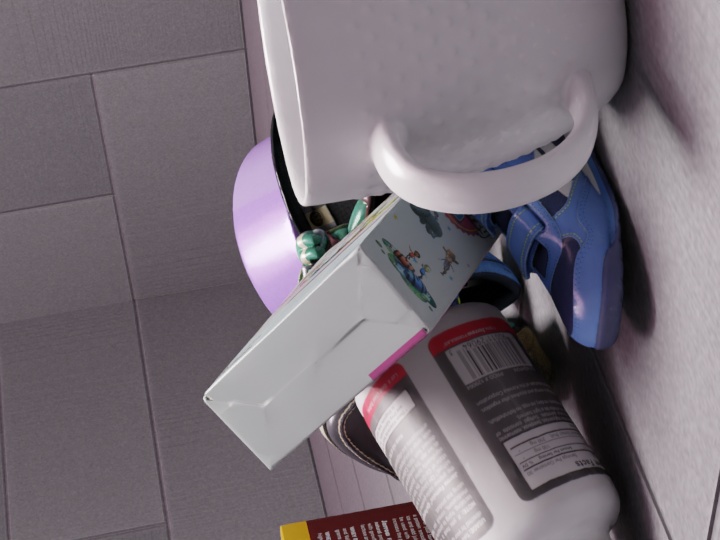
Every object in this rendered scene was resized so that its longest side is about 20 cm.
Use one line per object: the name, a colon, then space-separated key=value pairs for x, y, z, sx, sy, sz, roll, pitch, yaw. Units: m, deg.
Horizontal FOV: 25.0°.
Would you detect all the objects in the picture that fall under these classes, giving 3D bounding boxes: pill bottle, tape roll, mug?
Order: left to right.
tape roll: x=-0.014 y=-0.033 z=1.371 sx=0.065 sy=0.199 sz=0.202 roll=-23 pitch=72 yaw=39
mug: x=0.048 y=-0.103 z=0.822 sx=0.201 sy=0.173 sz=0.149 roll=-107 pitch=10 yaw=-45
pill bottle: x=0.088 y=0.128 z=0.984 sx=0.201 sy=0.110 sz=0.111 roll=58 pitch=164 yaw=26

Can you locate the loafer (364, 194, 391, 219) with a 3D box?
loafer: x=0.029 y=-0.074 z=1.078 sx=0.201 sy=0.062 sz=0.072 roll=85 pitch=170 yaw=-54

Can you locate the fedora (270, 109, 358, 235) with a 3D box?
fedora: x=0.021 y=-0.081 z=1.307 sx=0.091 sy=0.199 sz=0.203 roll=-24 pitch=71 yaw=39

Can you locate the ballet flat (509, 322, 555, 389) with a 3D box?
ballet flat: x=0.097 y=0.073 z=1.160 sx=0.200 sy=0.070 sz=0.072 roll=164 pitch=97 yaw=-85

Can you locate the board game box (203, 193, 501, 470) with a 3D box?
board game box: x=0.008 y=0.010 z=0.961 sx=0.064 sy=0.147 sz=0.200 roll=46 pitch=-148 yaw=-5

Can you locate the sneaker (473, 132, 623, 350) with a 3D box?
sneaker: x=0.095 y=-0.040 z=0.915 sx=0.074 sy=0.081 sz=0.202 roll=93 pitch=164 yaw=-57

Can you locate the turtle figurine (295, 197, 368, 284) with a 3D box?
turtle figurine: x=0.000 y=0.000 z=1.216 sx=0.149 sy=0.201 sz=0.101 roll=35 pitch=180 yaw=-37

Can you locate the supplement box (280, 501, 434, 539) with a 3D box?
supplement box: x=0.060 y=0.272 z=1.141 sx=0.198 sy=0.198 sz=0.134 roll=-112 pitch=14 yaw=-60

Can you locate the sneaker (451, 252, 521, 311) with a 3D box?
sneaker: x=0.023 y=0.033 z=1.139 sx=0.078 sy=0.199 sz=0.067 roll=27 pitch=133 yaw=54

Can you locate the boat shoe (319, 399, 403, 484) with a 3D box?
boat shoe: x=0.061 y=0.122 z=1.098 sx=0.073 sy=0.199 sz=0.063 roll=-62 pitch=34 yaw=6
